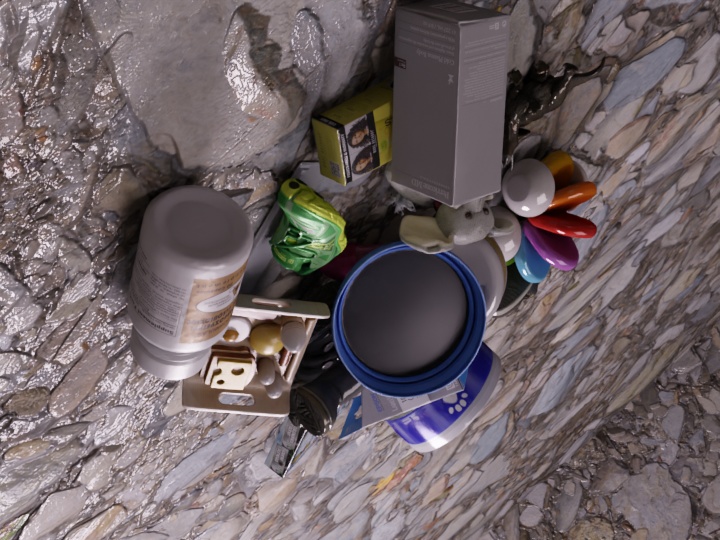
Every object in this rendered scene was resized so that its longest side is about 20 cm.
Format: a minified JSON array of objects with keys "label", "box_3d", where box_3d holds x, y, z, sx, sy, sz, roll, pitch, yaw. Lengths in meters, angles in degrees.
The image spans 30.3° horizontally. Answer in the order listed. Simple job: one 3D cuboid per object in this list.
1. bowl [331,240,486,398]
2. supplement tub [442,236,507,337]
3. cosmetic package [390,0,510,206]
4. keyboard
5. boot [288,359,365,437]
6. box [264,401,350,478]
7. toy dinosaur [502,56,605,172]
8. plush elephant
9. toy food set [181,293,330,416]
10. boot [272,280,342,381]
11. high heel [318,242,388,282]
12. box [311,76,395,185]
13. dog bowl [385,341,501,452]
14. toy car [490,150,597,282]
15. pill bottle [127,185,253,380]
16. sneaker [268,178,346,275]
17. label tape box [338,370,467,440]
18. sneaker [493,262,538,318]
[{"label":"bowl","box_3d":[0.059,0.059,1.673,0.201,0.200,0.039,-46,-162,5]},{"label":"supplement tub","box_3d":[0.127,0.008,1.809,0.146,0.145,0.200,-48,177,9]},{"label":"cosmetic package","box_3d":[0.096,-0.183,1.437,0.089,0.106,0.203,-16,117,-39]},{"label":"keyboard","box_3d":[-0.101,-0.047,1.559,0.056,0.011,0.201,-15,144,-58]},{"label":"boot","box_3d":[-0.001,0.138,1.758,0.198,0.073,0.182,-25,-170,-15]},{"label":"box","box_3d":[-0.056,0.194,1.932,0.200,0.040,0.138,-45,164,-48]},{"label":"toy dinosaur","box_3d":[0.235,-0.231,1.757,0.200,0.077,0.102,-44,170,-15]},{"label":"plush elephant","box_3d":[0.113,-0.102,1.632,0.164,0.155,0.201,-25,150,-38]},{"label":"toy food set","box_3d":[-0.130,0.106,1.613,0.141,0.061,0.201,6,135,-18]},{"label":"boot","box_3d":[-0.082,0.100,1.781,0.163,0.066,0.200,-25,163,-11]},{"label":"high heel","box_3d":[0.000,0.000,1.778,0.095,0.068,0.200,-9,162,4]},{"label":"box","box_3d":[0.038,-0.173,1.499,0.199,0.050,0.076,-30,129,-30]},{"label":"dog bowl","box_3d":[0.126,0.185,2.106,0.200,0.079,0.201,-44,-164,16]},{"label":"toy car","box_3d":[0.273,-0.069,1.966,0.174,0.150,0.201,-10,140,-54]},{"label":"pill bottle","box_3d":[-0.185,0.019,1.392,0.114,0.114,0.201,-26,151,-36]},{"label":"sneaker","box_3d":[-0.063,-0.040,1.526,0.084,0.074,0.200,-48,162,-9]},{"label":"label tape box","box_3d":[0.053,0.149,1.878,0.198,0.064,0.144,-23,-167,16]},{"label":"sneaker","box_3d":[0.243,0.029,2.079,0.201,0.074,0.107,-55,151,-41]}]
